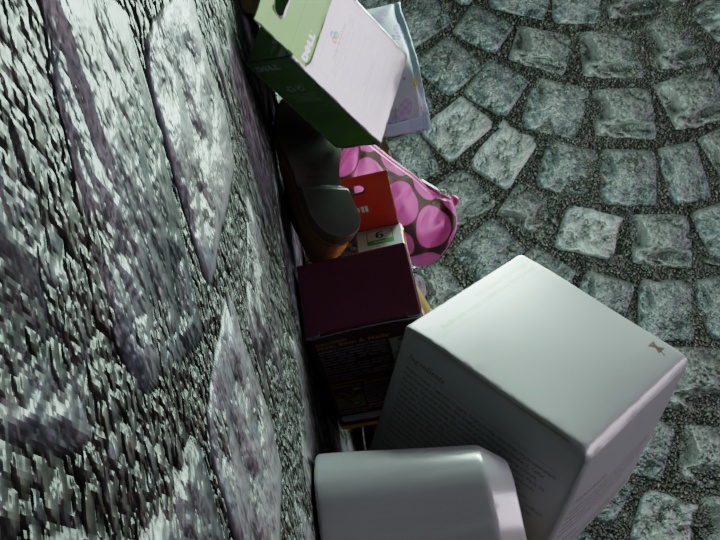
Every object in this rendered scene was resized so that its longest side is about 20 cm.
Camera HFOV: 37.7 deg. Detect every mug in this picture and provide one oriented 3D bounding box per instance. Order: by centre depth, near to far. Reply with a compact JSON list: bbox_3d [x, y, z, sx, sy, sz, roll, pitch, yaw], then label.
[{"bbox_3d":[0.054,0.216,0.864,0.187,0.153,0.150,74,4,-61],"label":"mug"}]

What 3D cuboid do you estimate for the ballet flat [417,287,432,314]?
[{"bbox_3d":[0.075,0.096,1.339,0.069,0.063,0.200,-105,-164,-52],"label":"ballet flat"}]

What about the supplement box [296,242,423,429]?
[{"bbox_3d":[0.012,0.071,1.048,0.200,0.110,0.086,74,4,-56],"label":"supplement box"}]

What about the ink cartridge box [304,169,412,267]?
[{"bbox_3d":[0.000,0.000,1.122,0.050,0.109,0.200,-96,173,-57],"label":"ink cartridge box"}]

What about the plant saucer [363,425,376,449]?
[{"bbox_3d":[0.033,0.171,1.319,0.200,0.034,0.201,177,-90,-81],"label":"plant saucer"}]

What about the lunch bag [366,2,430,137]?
[{"bbox_3d":[-0.007,-0.238,1.385,0.127,0.169,0.200,79,-2,-49],"label":"lunch bag"}]

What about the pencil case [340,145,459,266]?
[{"bbox_3d":[0.019,-0.089,1.162,0.200,0.094,0.091,33,14,-36],"label":"pencil case"}]

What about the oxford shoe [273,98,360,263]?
[{"bbox_3d":[-0.056,-0.092,1.053,0.071,0.071,0.200,120,-34,-46],"label":"oxford shoe"}]

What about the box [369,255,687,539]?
[{"bbox_3d":[0.152,0.129,0.978,0.200,0.199,0.172,35,-50,25],"label":"box"}]

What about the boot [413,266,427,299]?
[{"bbox_3d":[0.016,-0.042,1.384,0.131,0.070,0.201,-5,82,-50],"label":"boot"}]

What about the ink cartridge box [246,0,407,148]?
[{"bbox_3d":[-0.043,-0.210,0.981,0.200,0.059,0.104,38,61,-45],"label":"ink cartridge box"}]

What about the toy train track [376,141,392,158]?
[{"bbox_3d":[0.024,-0.075,1.265,0.115,0.032,0.200,70,23,-50],"label":"toy train track"}]

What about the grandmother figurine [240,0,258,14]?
[{"bbox_3d":[-0.089,-0.289,1.100,0.200,0.060,0.122,-74,161,-78],"label":"grandmother figurine"}]

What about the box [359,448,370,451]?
[{"bbox_3d":[0.080,0.290,1.106,0.124,0.148,0.200,72,6,-56],"label":"box"}]
